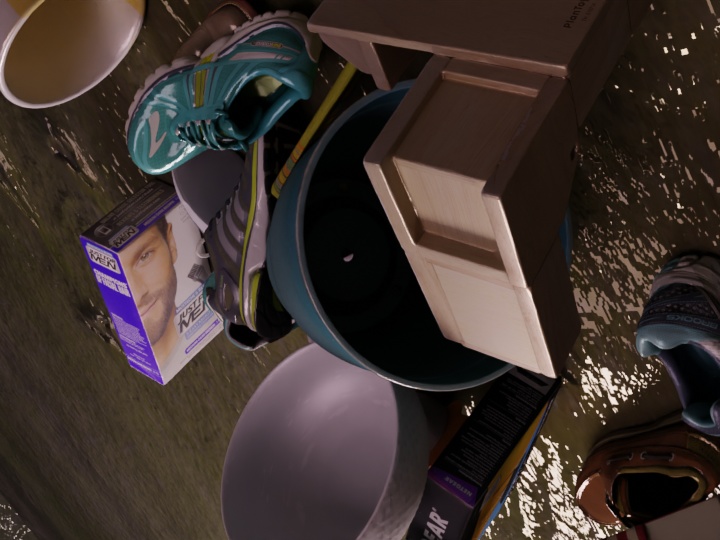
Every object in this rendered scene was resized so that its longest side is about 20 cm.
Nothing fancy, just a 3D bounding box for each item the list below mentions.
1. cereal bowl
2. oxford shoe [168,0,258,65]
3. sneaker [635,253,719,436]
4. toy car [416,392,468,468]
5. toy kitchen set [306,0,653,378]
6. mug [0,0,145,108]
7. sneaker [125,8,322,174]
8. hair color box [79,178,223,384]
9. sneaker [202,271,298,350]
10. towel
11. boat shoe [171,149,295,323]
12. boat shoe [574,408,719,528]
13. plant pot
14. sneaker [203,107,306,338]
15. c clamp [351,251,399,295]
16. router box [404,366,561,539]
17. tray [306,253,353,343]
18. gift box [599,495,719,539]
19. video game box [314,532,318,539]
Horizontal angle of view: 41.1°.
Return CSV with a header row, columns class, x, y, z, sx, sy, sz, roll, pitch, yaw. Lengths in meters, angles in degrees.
class,x,y,z,sx,sy,sz,roll,pitch,yaw
cereal bowl,-0.019,0.161,0.781,0.199,0.202,0.083,0,157,47
oxford shoe,-0.137,-0.154,0.813,0.071,0.075,0.200,49,145,-2
sneaker,0.255,0.089,0.639,0.200,0.086,0.078,46,147,0
toy car,0.023,0.186,0.933,0.199,0.177,0.185,-27,111,42
toy kitchen set,0.072,-0.086,0.574,0.162,0.201,0.181,19,154,32
mug,-0.278,-0.261,0.832,0.153,0.186,0.149,47,180,13
sneaker,-0.112,-0.127,0.745,0.199,0.080,0.077,-28,140,31
hair color box,-0.221,0.015,1.051,0.064,0.109,0.201,21,140,30
sneaker,-0.123,0.037,0.987,0.199,0.080,0.072,-4,125,56
towel,-0.013,-0.129,0.699,0.018,0.086,0.200,33,146,-6
boat shoe,-0.113,-0.032,0.903,0.202,0.074,0.086,50,154,16
boat shoe,0.223,0.171,0.775,0.072,0.068,0.200,40,146,8
plant pot,0.020,-0.019,0.701,0.201,0.200,0.188,52,161,-11
sneaker,-0.092,-0.048,0.803,0.080,0.074,0.202,5,87,32
c clamp,0.000,0.000,0.879,0.200,0.027,0.171,50,151,-9
router box,0.101,0.188,0.852,0.051,0.149,0.201,32,145,19
tray,0.000,0.092,0.855,0.107,0.022,0.202,-23,78,49
gift box,0.233,0.299,0.698,0.184,0.188,0.199,-34,130,27
video game box,0.018,0.316,0.888,0.181,0.047,0.201,31,142,6
